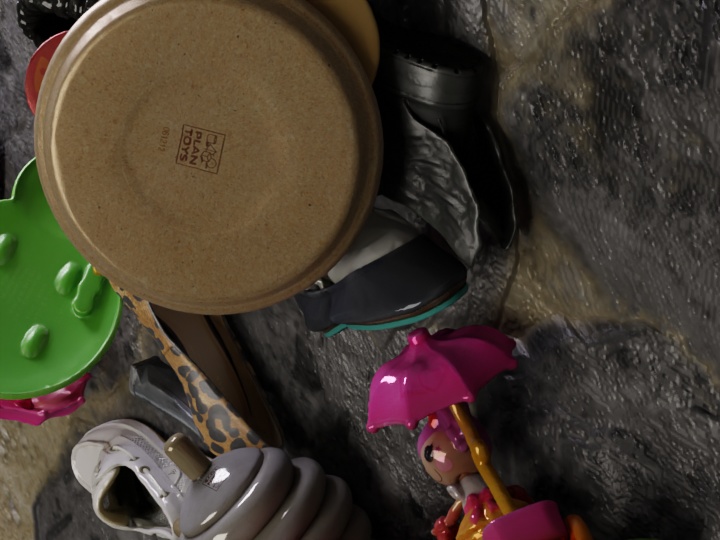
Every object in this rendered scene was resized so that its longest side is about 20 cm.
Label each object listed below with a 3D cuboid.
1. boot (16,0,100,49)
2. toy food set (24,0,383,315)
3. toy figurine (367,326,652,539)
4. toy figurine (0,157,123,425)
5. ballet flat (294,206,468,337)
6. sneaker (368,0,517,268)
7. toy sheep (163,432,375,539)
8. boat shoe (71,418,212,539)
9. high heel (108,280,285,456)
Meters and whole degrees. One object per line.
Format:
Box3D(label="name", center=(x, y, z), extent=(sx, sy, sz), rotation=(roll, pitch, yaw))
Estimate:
Box3D(label="boot", center=(-0.098, -0.198, 1.162), extent=(0.079, 0.158, 0.211), rotation=(41, 149, -17))
Box3D(label="toy food set", center=(-0.085, -0.073, 1.131), extent=(0.049, 0.196, 0.201), rotation=(-77, -15, -72))
Box3D(label="toy figurine", center=(0.073, 0.123, 1.173), extent=(0.200, 0.149, 0.185), rotation=(81, 167, -63))
Box3D(label="toy figurine", center=(-0.239, 0.032, 1.533), extent=(0.149, 0.201, 0.184), rotation=(22, 157, 4))
Box3D(label="ballet flat", center=(0.000, 0.000, 1.202), extent=(0.073, 0.073, 0.200), rotation=(69, 162, -2))
Box3D(label="sneaker", center=(0.011, -0.088, 1.174), extent=(0.199, 0.060, 0.105), rotation=(29, 126, 38))
Box3D(label="toy sheep", center=(-0.058, 0.181, 1.359), extent=(0.200, 0.138, 0.138), rotation=(41, 149, -15))
Box3D(label="boat shoe", center=(-0.174, 0.161, 1.560), extent=(0.199, 0.069, 0.071), rotation=(7, 116, 53))
Box3D(label="high heel", center=(-0.102, 0.031, 1.399), extent=(0.142, 0.071, 0.201), rotation=(26, 131, 35))
